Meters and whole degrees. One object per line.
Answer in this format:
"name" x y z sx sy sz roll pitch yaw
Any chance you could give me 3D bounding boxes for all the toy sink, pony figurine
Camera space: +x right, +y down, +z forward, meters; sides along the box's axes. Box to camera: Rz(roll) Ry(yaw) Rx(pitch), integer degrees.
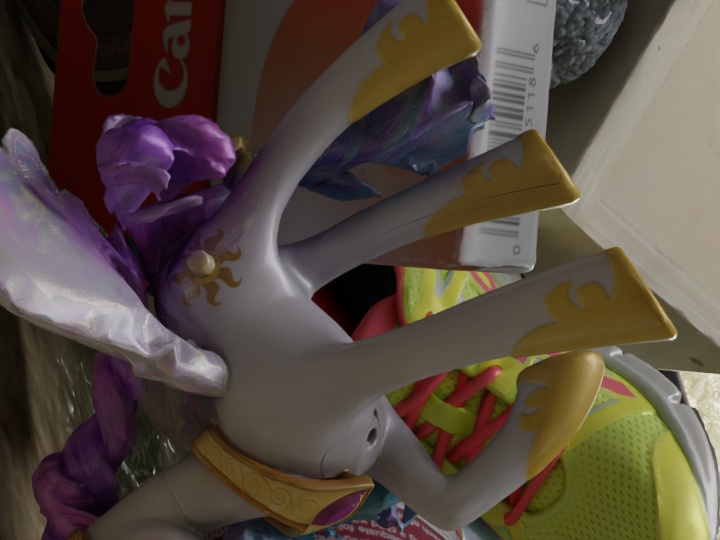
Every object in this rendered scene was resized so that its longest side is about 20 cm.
"toy sink" 0.121 -0.072 1.004 0.112 0.200 0.130 38 -17 -24
"pony figurine" -0.037 0.011 0.755 0.193 0.200 0.167 58 5 25

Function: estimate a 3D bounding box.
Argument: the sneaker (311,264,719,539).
"sneaker" 0.032 0.040 0.891 0.090 0.078 0.200 -3 41 -50

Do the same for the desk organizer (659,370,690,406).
"desk organizer" 0.055 0.085 1.291 0.077 0.199 0.072 -82 154 -83

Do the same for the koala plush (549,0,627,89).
"koala plush" 0.027 -0.137 0.941 0.200 0.177 0.184 66 6 35

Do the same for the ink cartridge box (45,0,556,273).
"ink cartridge box" -0.032 -0.086 0.867 0.050 0.200 0.163 4 90 -57

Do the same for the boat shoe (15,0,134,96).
"boat shoe" -0.099 -0.135 1.065 0.075 0.074 0.203 88 -4 -51

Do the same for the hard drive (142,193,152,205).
"hard drive" 0.000 0.000 1.009 0.200 0.027 0.132 43 24 -14

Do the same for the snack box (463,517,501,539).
"snack box" 0.015 0.055 1.052 0.142 0.053 0.200 40 24 -22

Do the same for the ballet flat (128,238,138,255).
"ballet flat" -0.079 -0.075 1.120 0.067 0.062 0.201 44 29 -79

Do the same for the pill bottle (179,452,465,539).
"pill bottle" -0.013 0.145 0.805 0.200 0.114 0.114 -100 172 -58
